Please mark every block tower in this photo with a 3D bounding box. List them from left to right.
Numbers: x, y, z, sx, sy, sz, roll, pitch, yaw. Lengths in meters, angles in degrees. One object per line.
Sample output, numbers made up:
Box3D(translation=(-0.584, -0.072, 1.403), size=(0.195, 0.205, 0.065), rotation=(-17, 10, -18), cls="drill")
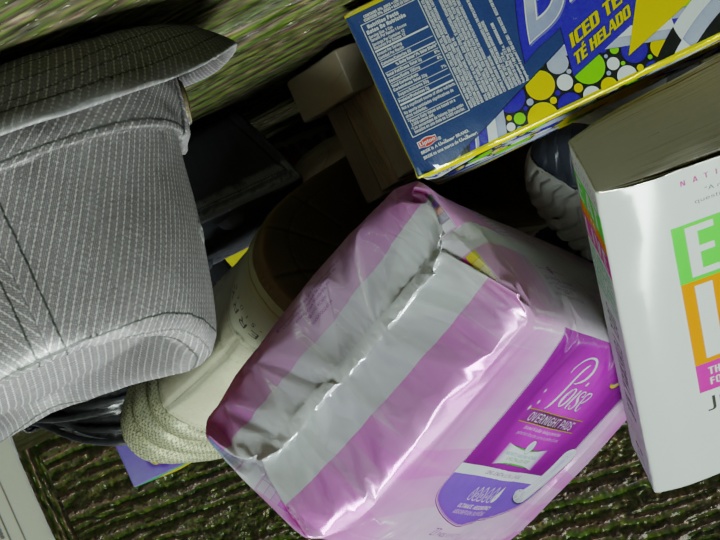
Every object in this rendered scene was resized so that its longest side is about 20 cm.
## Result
Box3D(translation=(0.074, -0.088, 1.109), size=(0.200, 0.058, 0.054), rotation=(-23, 177, -24), cls="block tower")

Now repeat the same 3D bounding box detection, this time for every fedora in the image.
Box3D(translation=(-0.102, 0.003, 0.828), size=(0.177, 0.090, 0.200), rotation=(-24, 178, -16), cls="fedora")

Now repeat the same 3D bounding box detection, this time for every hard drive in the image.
Box3D(translation=(-0.095, -0.013, 1.173), size=(0.135, 0.042, 0.200), rotation=(-25, 177, -9), cls="hard drive")

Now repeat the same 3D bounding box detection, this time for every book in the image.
Box3D(translation=(0.149, -0.006, 1.029), size=(0.133, 0.048, 0.200), rotation=(-23, 145, -2), cls="book")

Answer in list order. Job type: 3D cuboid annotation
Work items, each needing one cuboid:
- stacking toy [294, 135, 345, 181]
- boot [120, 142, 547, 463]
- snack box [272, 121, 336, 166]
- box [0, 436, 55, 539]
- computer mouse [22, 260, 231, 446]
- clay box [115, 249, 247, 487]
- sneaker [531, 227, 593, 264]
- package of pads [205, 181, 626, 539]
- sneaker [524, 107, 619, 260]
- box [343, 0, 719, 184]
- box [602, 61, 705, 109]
Box3D(translation=(0.011, -0.010, 1.330), size=(0.085, 0.085, 0.200), rotation=(-25, 174, 1), cls="stacking toy")
Box3D(translation=(0.000, 0.000, 1.180), size=(0.200, 0.072, 0.155), rotation=(-31, 170, -41), cls="boot")
Box3D(translation=(0.002, -0.060, 1.369), size=(0.200, 0.024, 0.072), rotation=(-23, 174, -39), cls="snack box")
Box3D(translation=(-0.263, 0.118, 1.331), size=(0.200, 0.128, 0.109), rotation=(-22, 177, -42), cls="box")
Box3D(translation=(-0.098, 0.021, 1.304), size=(0.140, 0.046, 0.200), rotation=(5, -157, 31), cls="computer mouse")
Box3D(translation=(-0.061, 0.025, 1.528), size=(0.200, 0.115, 0.048), rotation=(-27, 176, 35), cls="clay box")
Box3D(translation=(0.096, -0.014, 1.247), size=(0.076, 0.088, 0.200), rotation=(-13, 174, -12), cls="sneaker")
Box3D(translation=(0.034, 0.041, 1.072), size=(0.121, 0.076, 0.200), rotation=(-47, 159, 10), cls="package of pads")
Box3D(translation=(0.162, -0.055, 1.151), size=(0.199, 0.080, 0.130), rotation=(-1, -146, 1), cls="sneaker")
Box3D(translation=(0.099, -0.100, 0.985), size=(0.200, 0.064, 0.070), rotation=(-25, 177, 6), cls="box")
Box3D(translation=(0.175, -0.056, 1.311), size=(0.200, 0.041, 0.156), rotation=(11, 173, -2), cls="box")
